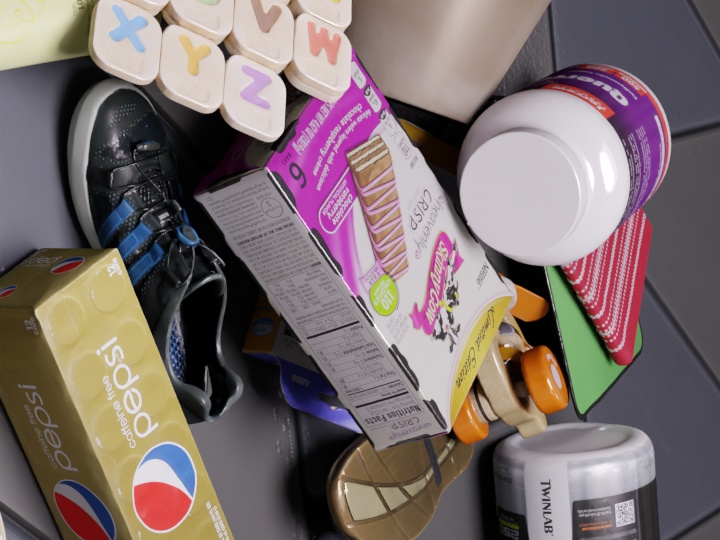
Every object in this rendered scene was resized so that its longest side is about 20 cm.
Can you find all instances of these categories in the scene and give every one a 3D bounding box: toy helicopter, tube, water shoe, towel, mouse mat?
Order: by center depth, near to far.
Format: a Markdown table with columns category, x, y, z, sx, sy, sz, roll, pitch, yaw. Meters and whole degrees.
| category | x | y | z | sx | sy | sz | roll | pitch | yaw |
| --- | --- | --- | --- | --- | --- | --- | --- | --- | --- |
| tube | -0.191 | -0.132 | 0.876 | 0.199 | 0.058 | 0.052 | -14 | 135 | -47 |
| water shoe | -0.107 | -0.012 | 0.956 | 0.071 | 0.079 | 0.201 | -24 | 109 | -48 |
| toy helicopter | 0.113 | 0.061 | 1.241 | 0.200 | 0.079 | 0.133 | 28 | 42 | -65 |
| towel | 0.178 | -0.037 | 1.306 | 0.200 | 0.022 | 0.145 | 54 | 39 | -40 |
| mouse mat | 0.183 | 0.015 | 1.331 | 0.200 | 0.007 | 0.162 | -30 | 109 | -61 |

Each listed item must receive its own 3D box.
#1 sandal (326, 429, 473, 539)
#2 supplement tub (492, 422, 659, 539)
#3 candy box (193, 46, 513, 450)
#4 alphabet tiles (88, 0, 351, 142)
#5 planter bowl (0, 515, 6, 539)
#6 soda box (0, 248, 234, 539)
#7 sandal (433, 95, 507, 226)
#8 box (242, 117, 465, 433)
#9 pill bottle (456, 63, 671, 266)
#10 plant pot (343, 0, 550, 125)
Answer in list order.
| category | x | y | z | sx | sy | sz | roll | pitch | yaw |
| --- | --- | --- | --- | --- | --- | --- | --- | --- | --- |
| sandal | 0.021 | 0.133 | 1.145 | 0.200 | 0.054 | 0.081 | -35 | 112 | -62 |
| supplement tub | 0.166 | 0.223 | 1.267 | 0.122 | 0.122 | 0.201 | -13 | 100 | -50 |
| candy box | 0.002 | -0.013 | 1.007 | 0.200 | 0.061 | 0.137 | 56 | 39 | -22 |
| alphabet tiles | -0.089 | -0.169 | 0.945 | 0.199 | 0.015 | 0.197 | 23 | 49 | -27 |
| planter bowl | -0.243 | 0.129 | 0.747 | 0.200 | 0.134 | 0.202 | 0 | 90 | -51 |
| soda box | -0.141 | 0.089 | 0.928 | 0.068 | 0.064 | 0.201 | -42 | 121 | -42 |
| sandal | 0.047 | -0.052 | 1.181 | 0.201 | 0.048 | 0.075 | -49 | 123 | -22 |
| box | 0.000 | 0.000 | 1.093 | 0.119 | 0.041 | 0.201 | 25 | 78 | -33 |
| pill bottle | 0.132 | -0.069 | 1.101 | 0.200 | 0.112 | 0.113 | -33 | 117 | -65 |
| plant pot | 0.043 | -0.193 | 1.078 | 0.199 | 0.199 | 0.175 | 12 | 99 | -51 |
